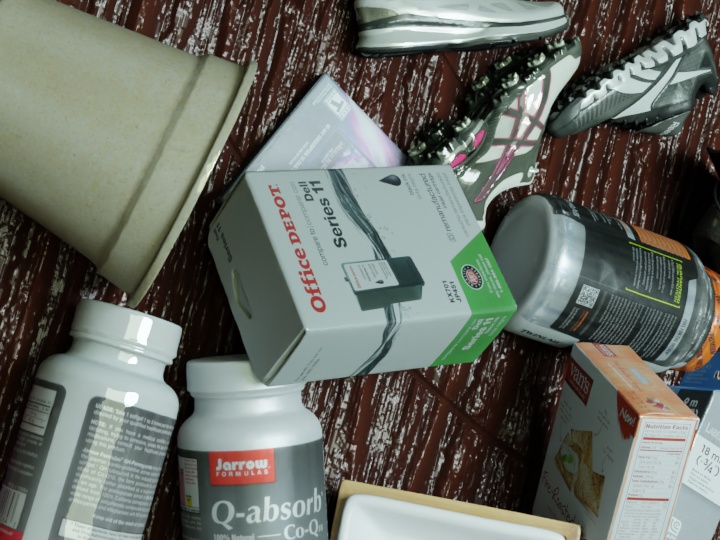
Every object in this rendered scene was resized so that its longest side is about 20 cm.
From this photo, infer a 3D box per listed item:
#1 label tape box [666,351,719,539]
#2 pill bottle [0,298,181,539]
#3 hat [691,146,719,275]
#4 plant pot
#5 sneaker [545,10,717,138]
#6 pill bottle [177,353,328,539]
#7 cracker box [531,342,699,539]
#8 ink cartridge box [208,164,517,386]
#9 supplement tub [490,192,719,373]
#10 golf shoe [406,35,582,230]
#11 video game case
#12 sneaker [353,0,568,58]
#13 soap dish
[{"bbox_3d":[0.277,0.146,1.285,0.063,0.144,0.202,31,76,-19],"label":"label tape box"},{"bbox_3d":[-0.199,0.128,1.081,0.110,0.110,0.202,19,82,-23],"label":"pill bottle"},{"bbox_3d":[0.349,-0.021,1.310,0.081,0.201,0.201,-42,107,4],"label":"hat"},{"bbox_3d":[-0.200,-0.104,1.055,0.182,0.200,0.202,27,78,-10],"label":"plant pot"},{"bbox_3d":[0.255,-0.155,1.320,0.199,0.066,0.091,-32,100,-24],"label":"sneaker"},{"bbox_3d":[-0.084,0.168,1.131,0.115,0.116,0.203,-4,91,-25],"label":"pill bottle"},{"bbox_3d":[0.201,0.178,1.195,0.057,0.134,0.202,5,110,-18],"label":"cracker box"},{"bbox_3d":[0.000,0.000,1.124,0.198,0.083,0.148,-5,59,-34],"label":"ink cartridge box"},{"bbox_3d":[0.216,0.017,1.269,0.198,0.122,0.124,19,82,-23],"label":"supplement tub"},{"bbox_3d":[0.127,-0.123,1.258,0.200,0.077,0.088,-44,112,-17],"label":"golf shoe"},{"bbox_3d":[-0.006,-0.044,1.224,0.200,0.019,0.143,44,73,-17],"label":"video game case"},{"bbox_3d":[0.086,-0.246,1.237,0.198,0.076,0.117,-7,94,-22],"label":"sneaker"},{"bbox_3d":[0.068,0.266,1.182,0.198,0.081,0.159,10,84,6],"label":"soap dish"}]
